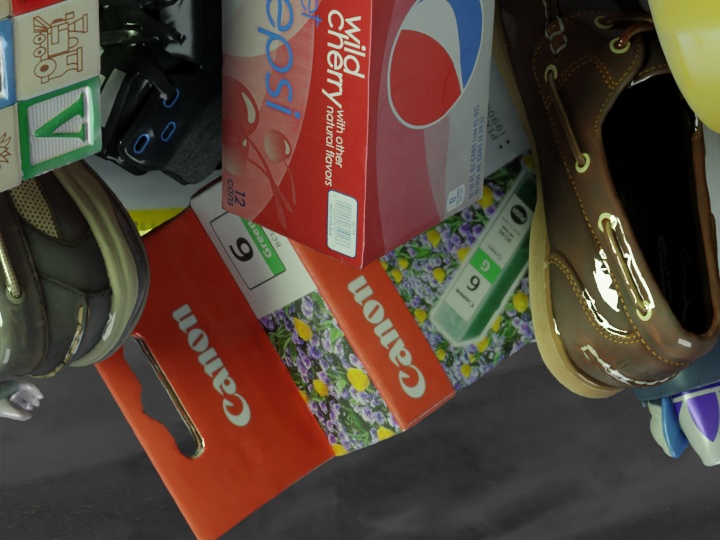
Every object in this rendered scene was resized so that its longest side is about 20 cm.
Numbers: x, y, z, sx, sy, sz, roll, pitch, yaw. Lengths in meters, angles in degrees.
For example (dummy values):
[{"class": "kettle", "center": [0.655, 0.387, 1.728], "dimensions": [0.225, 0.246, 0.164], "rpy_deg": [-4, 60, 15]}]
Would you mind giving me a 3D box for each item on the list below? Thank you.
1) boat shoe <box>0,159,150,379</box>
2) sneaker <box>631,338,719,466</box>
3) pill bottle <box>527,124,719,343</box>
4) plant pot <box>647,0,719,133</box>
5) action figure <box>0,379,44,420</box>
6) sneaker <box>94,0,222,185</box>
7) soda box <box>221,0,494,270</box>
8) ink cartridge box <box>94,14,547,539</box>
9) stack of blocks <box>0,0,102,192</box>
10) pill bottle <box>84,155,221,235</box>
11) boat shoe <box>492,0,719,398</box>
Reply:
[{"class": "boat shoe", "center": [-0.151, -0.047, 0.763], "dimensions": [0.075, 0.200, 0.073], "rpy_deg": [-50, 168, 31]}, {"class": "sneaker", "center": [0.149, 0.011, 1.080], "dimensions": [0.080, 0.147, 0.200], "rpy_deg": [-19, 154, 10]}, {"class": "pill bottle", "center": [0.091, -0.028, 0.969], "dimensions": [0.199, 0.114, 0.114], "rpy_deg": [-3, 155, 8]}, {"class": "plant pot", "center": [0.201, -0.126, 0.800], "dimensions": [0.188, 0.202, 0.201], "rpy_deg": [-10, 158, 26]}, {"class": "action figure", "center": [-0.228, 0.070, 0.949], "dimensions": [0.149, 0.134, 0.200], "rpy_deg": [35, 124, -2]}, {"class": "sneaker", "center": [-0.068, -0.096, 0.770], "dimensions": [0.073, 0.112, 0.200], "rpy_deg": [24, 161, 28]}, {"class": "soda box", "center": [0.001, -0.107, 0.734], "dimensions": [0.070, 0.063, 0.201], "rpy_deg": [-31, 134, -42]}, {"class": "ink cartridge box", "center": [0.000, 0.000, 0.839], "dimensions": [0.200, 0.109, 0.050], "rpy_deg": [-33, -176, -35]}, {"class": "stack of blocks", "center": [-0.113, -0.119, 0.658], "dimensions": [0.115, 0.059, 0.201], "rpy_deg": [-23, 134, -30]}, {"class": "pill bottle", "center": [-0.113, -0.040, 0.897], "dimensions": [0.199, 0.105, 0.104], "rpy_deg": [-3, 152, -20]}, {"class": "boat shoe", "center": [0.094, -0.058, 0.844], "dimensions": [0.070, 0.201, 0.070], "rpy_deg": [-1, 164, -28]}]
